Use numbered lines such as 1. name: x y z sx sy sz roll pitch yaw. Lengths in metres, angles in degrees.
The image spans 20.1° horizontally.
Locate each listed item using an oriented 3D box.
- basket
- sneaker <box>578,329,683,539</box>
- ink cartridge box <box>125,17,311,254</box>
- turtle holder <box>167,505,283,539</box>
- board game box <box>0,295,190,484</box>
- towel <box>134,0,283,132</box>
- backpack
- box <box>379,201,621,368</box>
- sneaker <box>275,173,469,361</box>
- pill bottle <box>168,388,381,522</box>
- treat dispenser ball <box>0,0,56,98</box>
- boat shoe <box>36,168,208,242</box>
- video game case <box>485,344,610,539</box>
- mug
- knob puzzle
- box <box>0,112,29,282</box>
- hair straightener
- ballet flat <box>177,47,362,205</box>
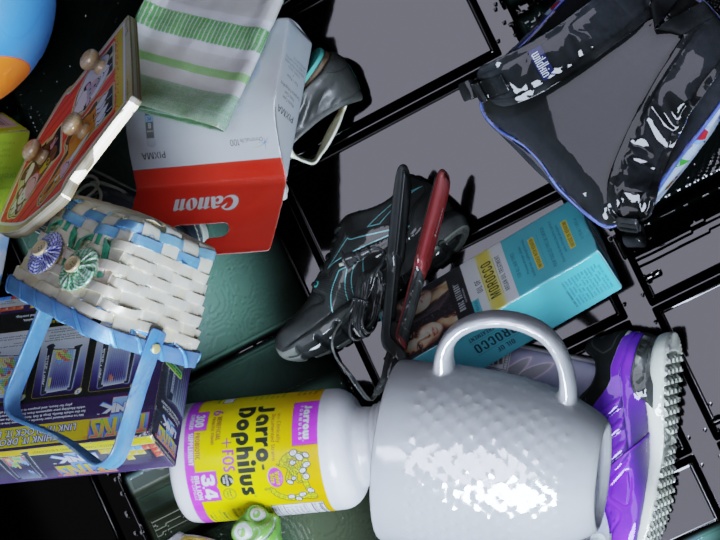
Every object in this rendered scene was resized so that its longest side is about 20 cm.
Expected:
1. basket: -0.217 0.047 1.667 0.176 0.138 0.202 18 92 47
2. sneaker: 0.209 0.147 1.692 0.098 0.069 0.202 6 90 20
3. ink cartridge box: -0.134 -0.112 1.736 0.159 0.047 0.202 -3 64 30
4. turtle holder: -0.136 0.291 1.739 0.132 0.141 0.186 49 144 6
5. board game box: -0.246 0.096 1.767 0.198 0.057 0.167 -7 55 19
6. towel: -0.135 -0.223 1.750 0.152 0.023 0.202 15 75 36
7. backpack: 0.216 -0.152 1.663 0.200 0.154 0.191 43 107 3
8. box: 0.116 0.025 1.717 0.199 0.083 0.049 -31 126 11
9. sneaker: 0.000 0.000 1.761 0.199 0.075 0.079 -39 73 2
10. pill bottle: -0.059 0.157 1.752 0.198 0.104 0.105 -7 89 12
11. treat dispenser ball: -0.364 -0.237 1.766 0.199 0.201 0.203 0 91 13
12. boat shoe: -0.235 -0.046 1.810 0.198 0.062 0.076 21 97 12
13. video game case: 0.158 0.170 1.744 0.180 0.023 0.202 11 93 12
14. mug: 0.110 0.129 1.623 0.173 0.148 0.202 6 106 14
15. knob puzzle: -0.255 -0.110 1.711 0.030 0.220 0.220 32 99 -23
16. box: -0.366 -0.035 1.789 0.047 0.121 0.202 31 117 36
17. hair straightener: 0.019 0.008 1.701 0.076 0.041 0.202 11 84 16
18. ballet flat: -0.074 -0.103 1.772 0.200 0.068 0.068 -45 109 8
